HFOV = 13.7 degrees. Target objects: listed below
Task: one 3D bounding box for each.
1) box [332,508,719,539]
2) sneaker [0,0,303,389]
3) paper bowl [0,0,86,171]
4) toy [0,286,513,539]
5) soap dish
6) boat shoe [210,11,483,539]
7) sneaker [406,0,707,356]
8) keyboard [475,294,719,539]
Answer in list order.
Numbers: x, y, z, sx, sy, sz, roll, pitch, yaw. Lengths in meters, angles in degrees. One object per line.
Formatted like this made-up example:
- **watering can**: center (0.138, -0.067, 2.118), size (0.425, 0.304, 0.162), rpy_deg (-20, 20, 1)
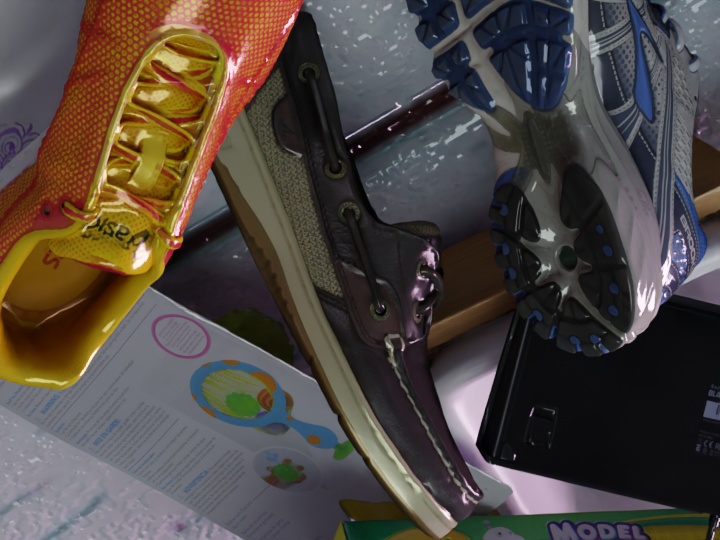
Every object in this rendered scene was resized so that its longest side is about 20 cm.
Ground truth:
- **box**: center (0.049, 0.146, 1.180), size (0.199, 0.048, 0.118), rpy_deg (-2, 141, -22)
- **sneaker**: center (-0.065, -0.043, 0.943), size (0.073, 0.077, 0.200), rpy_deg (12, 126, -23)
- **paper bowl**: center (-0.152, -0.098, 0.991), size (0.200, 0.105, 0.201), rpy_deg (-7, 132, -8)
- **toy**: center (-0.047, 0.052, 1.174), size (0.200, 0.047, 0.115), rpy_deg (33, 138, -10)
- **soap dish**: center (0.114, 0.047, 1.205), size (0.157, 0.081, 0.200), rpy_deg (-26, 132, 9)
- **boat shoe**: center (0.000, 0.000, 1.087), size (0.065, 0.073, 0.200), rpy_deg (-28, 94, 2)
- **sneaker**: center (0.077, -0.076, 1.073), size (0.085, 0.077, 0.201), rpy_deg (-25, 108, -45)
- **keyboard**: center (0.135, 0.079, 1.135), size (0.199, 0.021, 0.128), rpy_deg (14, 91, -21)
